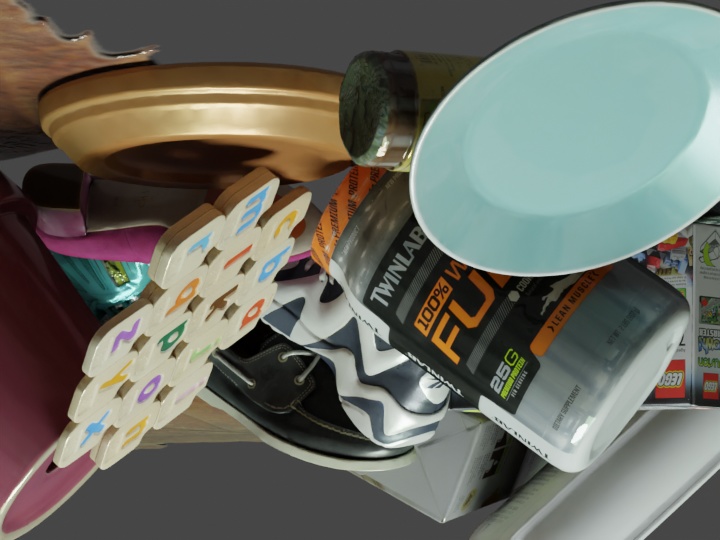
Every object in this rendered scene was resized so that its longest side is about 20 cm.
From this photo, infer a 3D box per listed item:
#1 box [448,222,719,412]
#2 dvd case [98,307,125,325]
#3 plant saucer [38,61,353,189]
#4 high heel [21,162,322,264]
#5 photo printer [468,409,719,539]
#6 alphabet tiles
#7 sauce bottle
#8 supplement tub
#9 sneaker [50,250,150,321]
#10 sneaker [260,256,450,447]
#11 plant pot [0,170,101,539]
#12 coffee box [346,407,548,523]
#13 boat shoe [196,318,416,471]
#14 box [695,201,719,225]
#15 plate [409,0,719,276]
[{"bbox_3d":[0.138,0.031,1.670,0.199,0.111,0.035,-5,172,44],"label":"box"},{"bbox_3d":[-0.194,0.028,1.886,0.142,0.018,0.199,-22,-156,-37],"label":"dvd case"},{"bbox_3d":[-0.081,-0.077,1.523,0.198,0.038,0.200,-2,171,0],"label":"plant saucer"},{"bbox_3d":[-0.112,-0.030,1.713,0.198,0.068,0.096,12,163,10],"label":"high heel"},{"bbox_3d":[0.150,0.153,1.773,0.200,0.070,0.166,-42,180,-7],"label":"photo printer"},{"bbox_3d":[-0.104,0.029,1.559,0.195,0.015,0.201,-37,158,-42],"label":"alphabet tiles"},{"bbox_3d":[0.089,-0.081,1.443,0.198,0.065,0.065,2,171,-23],"label":"sauce bottle"},{"bbox_3d":[0.077,0.012,1.539,0.199,0.123,0.123,35,179,14],"label":"supplement tub"},{"bbox_3d":[-0.162,-0.005,1.828,0.198,0.080,0.077,-6,170,21],"label":"sneaker"},{"bbox_3d":[0.000,0.000,1.702,0.079,0.200,0.130,-8,140,-39],"label":"sneaker"},{"bbox_3d":[-0.236,0.057,1.621,0.200,0.179,0.200,-45,169,-11],"label":"plant pot"},{"bbox_3d":[0.072,0.098,1.853,0.114,0.080,0.200,28,-161,25],"label":"coffee box"},{"bbox_3d":[-0.044,0.072,1.758,0.199,0.068,0.072,29,-148,34],"label":"boat shoe"},{"bbox_3d":[0.154,-0.051,1.668,0.199,0.051,0.157,4,171,-31],"label":"box"},{"bbox_3d":[0.117,-0.072,1.394,0.199,0.026,0.201,-12,142,-9],"label":"plate"}]
